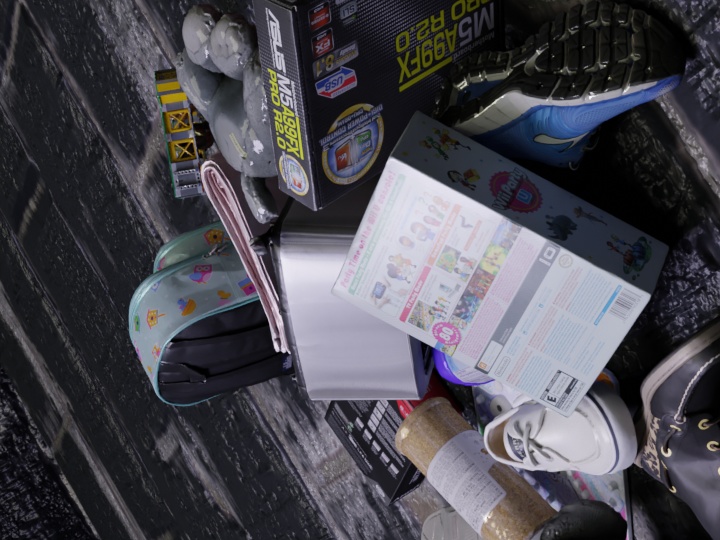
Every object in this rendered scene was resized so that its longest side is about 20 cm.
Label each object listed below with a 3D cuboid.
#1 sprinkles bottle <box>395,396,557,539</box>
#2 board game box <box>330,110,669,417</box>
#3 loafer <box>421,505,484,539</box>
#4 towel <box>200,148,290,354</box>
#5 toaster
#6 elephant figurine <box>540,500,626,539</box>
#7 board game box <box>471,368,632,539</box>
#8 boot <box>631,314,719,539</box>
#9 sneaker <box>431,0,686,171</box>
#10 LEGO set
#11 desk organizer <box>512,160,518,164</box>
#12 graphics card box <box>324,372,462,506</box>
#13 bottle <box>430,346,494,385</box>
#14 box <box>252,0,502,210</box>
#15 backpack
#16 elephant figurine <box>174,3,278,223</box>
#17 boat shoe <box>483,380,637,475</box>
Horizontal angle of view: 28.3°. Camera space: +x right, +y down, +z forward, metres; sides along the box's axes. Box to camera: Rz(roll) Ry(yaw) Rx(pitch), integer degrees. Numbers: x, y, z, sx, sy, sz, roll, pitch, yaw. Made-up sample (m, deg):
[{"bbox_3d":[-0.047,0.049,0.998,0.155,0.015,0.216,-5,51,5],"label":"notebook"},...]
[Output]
[{"bbox_3d":[0.115,0.200,1.283,0.200,0.068,0.069,44,149,33],"label":"sprinkles bottle"},{"bbox_3d":[0.095,-0.001,1.014,0.199,0.064,0.148,28,135,2],"label":"board game box"},{"bbox_3d":[0.126,0.254,1.405,0.200,0.062,0.073,145,129,-62],"label":"loafer"},{"bbox_3d":[-0.067,-0.044,1.322,0.032,0.200,0.192,-14,106,24],"label":"towel"},{"bbox_3d":[0.000,0.000,1.217,0.118,0.201,0.182,0,124,16],"label":"toaster"},{"bbox_3d":[0.173,0.258,1.132,0.199,0.156,0.141,29,177,-13],"label":"elephant figurine"},{"bbox_3d":[0.155,0.137,1.257,0.200,0.026,0.201,31,141,47],"label":"board game box"},{"bbox_3d":[0.261,0.130,0.995,0.151,0.073,0.201,51,156,24],"label":"boot"},{"bbox_3d":[0.144,-0.120,0.978,0.089,0.079,0.199,30,155,-33],"label":"sneaker"},{"bbox_3d":[-0.134,-0.140,1.440,0.200,0.115,0.155,101,159,-82],"label":"LEGO set"},{"bbox_3d":[0.075,-0.096,1.122,0.200,0.071,0.077,43,146,34],"label":"desk organizer"},{"bbox_3d":[0.030,0.149,1.474,0.126,0.051,0.200,52,152,19],"label":"graphics card box"},{"bbox_3d":[0.131,0.034,1.132,0.200,0.065,0.084,-27,63,55],"label":"bottle"},{"bbox_3d":[0.020,-0.158,1.009,0.044,0.199,0.161,30,140,38],"label":"box"},{"bbox_3d":[-0.140,0.042,1.460,0.154,0.199,0.176,53,154,25],"label":"backpack"},{"bbox_3d":[-0.028,-0.166,1.085,0.142,0.199,0.156,48,144,17],"label":"elephant figurine"},{"bbox_3d":[0.148,0.129,1.113,0.200,0.069,0.072,165,87,-74],"label":"boat shoe"}]
